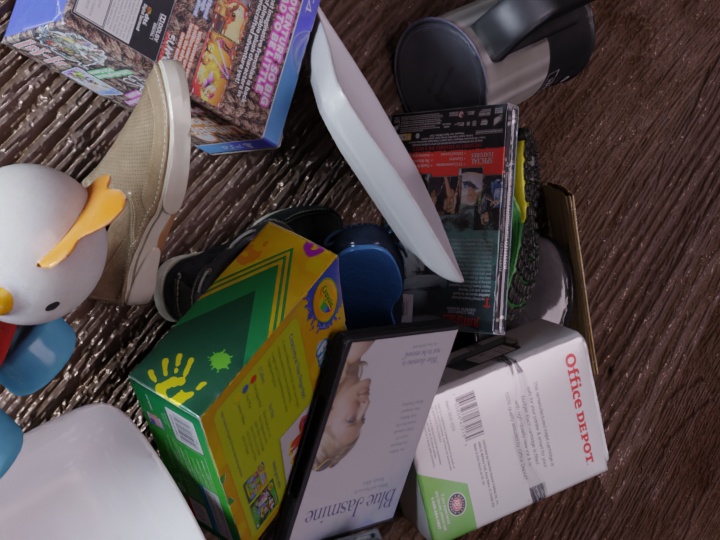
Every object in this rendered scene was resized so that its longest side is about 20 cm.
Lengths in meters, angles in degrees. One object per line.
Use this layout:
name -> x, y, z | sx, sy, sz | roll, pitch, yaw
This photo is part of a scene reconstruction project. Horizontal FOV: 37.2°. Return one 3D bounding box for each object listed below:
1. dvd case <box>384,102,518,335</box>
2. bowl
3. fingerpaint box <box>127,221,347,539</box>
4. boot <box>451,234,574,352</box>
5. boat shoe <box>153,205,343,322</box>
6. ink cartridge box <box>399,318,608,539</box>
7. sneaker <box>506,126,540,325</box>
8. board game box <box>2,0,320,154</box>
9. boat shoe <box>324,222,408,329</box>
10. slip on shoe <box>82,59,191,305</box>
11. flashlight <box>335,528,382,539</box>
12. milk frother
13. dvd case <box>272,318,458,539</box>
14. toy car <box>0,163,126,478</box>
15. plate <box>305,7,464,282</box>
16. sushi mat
dvd case -> 0.078, -0.047, 0.987 | 0.022, 0.144, 0.204 | 6, 86, -45
bowl -> -0.210, 0.218, 0.742 | 0.199, 0.074, 0.202 | -30, 90, -39
fingerpaint box -> -0.082, 0.094, 0.835 | 0.167, 0.073, 0.202 | -50, 152, -30
boot -> 0.155, 0.056, 1.120 | 0.130, 0.069, 0.204 | 8, 81, -37
boat shoe -> -0.076, -0.005, 0.896 | 0.199, 0.067, 0.073 | -27, 107, -43
ink cartridge box -> 0.126, 0.151, 1.035 | 0.197, 0.084, 0.148 | -19, 105, -18
sneaker -> 0.137, -0.042, 1.088 | 0.078, 0.084, 0.204 | 29, 61, -64
board game box -> -0.140, -0.203, 0.809 | 0.199, 0.096, 0.162 | 27, 73, -40
boat shoe -> 0.000, 0.000, 0.929 | 0.082, 0.201, 0.070 | 3, 67, -1
slip on shoe -> -0.166, -0.057, 0.759 | 0.060, 0.077, 0.202 | 2, 134, -25
flashlight -> -0.066, 0.273, 0.862 | 0.197, 0.068, 0.069 | -11, 109, -17
milk frother -> 0.117, -0.263, 1.046 | 0.187, 0.182, 0.200 | -30, 68, -39
dvd case -> 0.005, 0.138, 0.897 | 0.141, 0.017, 0.203 | -4, 118, -47
toy car -> -0.223, 0.006, 0.641 | 0.185, 0.198, 0.178 | 50, 32, -26
plate -> 0.010, -0.104, 0.874 | 0.032, 0.201, 0.201 | -30, 123, 9
sushi mat -> 0.230, 0.006, 1.179 | 0.012, 0.096, 0.204 | -11, 102, -2
